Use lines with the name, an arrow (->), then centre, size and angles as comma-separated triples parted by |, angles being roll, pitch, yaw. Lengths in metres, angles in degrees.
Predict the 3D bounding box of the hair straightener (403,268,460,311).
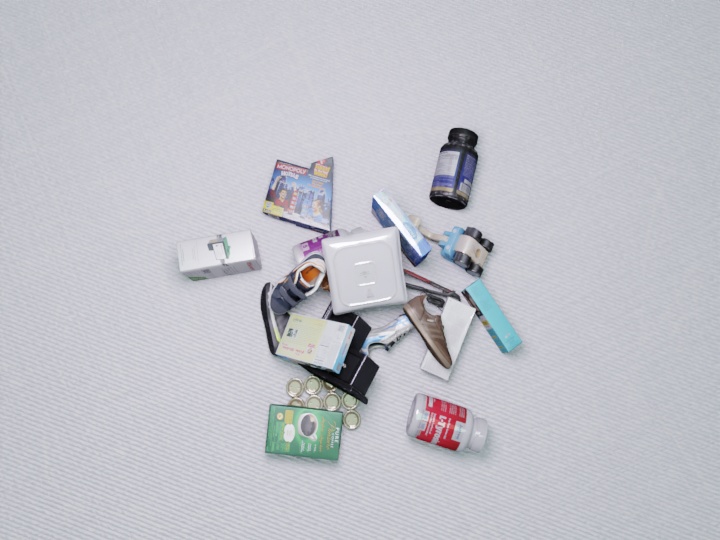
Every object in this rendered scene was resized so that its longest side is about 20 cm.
hair straightener -> 0.186, 0.066, 1.756 | 0.196, 0.041, 0.079 | 23, 93, -4

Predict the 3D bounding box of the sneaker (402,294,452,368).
sneaker -> 0.192, 0.156, 1.656 | 0.075, 0.070, 0.202 | -35, 93, -7

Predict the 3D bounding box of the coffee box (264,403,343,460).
coffee box -> -0.145, 0.420, 1.667 | 0.194, 0.044, 0.127 | 5, 82, 0

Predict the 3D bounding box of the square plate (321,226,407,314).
square plate -> 0.013, 0.005, 1.606 | 0.194, 0.029, 0.204 | -9, 106, -1

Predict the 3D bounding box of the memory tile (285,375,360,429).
memory tile -> -0.099, 0.353, 1.709 | 0.194, 0.017, 0.158 | -6, 82, -2

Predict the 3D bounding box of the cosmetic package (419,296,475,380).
cosmetic package -> 0.232, 0.180, 1.715 | 0.081, 0.051, 0.204 | 23, 91, 0

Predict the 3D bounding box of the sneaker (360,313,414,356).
sneaker -> 0.088, 0.170, 1.712 | 0.196, 0.072, 0.074 | -24, 68, 1

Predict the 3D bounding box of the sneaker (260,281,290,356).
sneaker -> -0.216, 0.131, 1.723 | 0.081, 0.071, 0.206 | -8, 84, -24

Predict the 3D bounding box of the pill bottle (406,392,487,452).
pill bottle -> 0.224, 0.401, 1.664 | 0.195, 0.112, 0.115 | 17, 81, 1

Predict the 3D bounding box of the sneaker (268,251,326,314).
sneaker -> -0.163, 0.040, 1.632 | 0.078, 0.080, 0.201 | 37, 103, -20

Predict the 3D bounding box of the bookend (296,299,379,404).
bookend -> -0.028, 0.201, 1.639 | 0.197, 0.092, 0.202 | 20, 74, 39

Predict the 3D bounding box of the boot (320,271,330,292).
boot -> 0.000, 0.000, 1.669 | 0.202, 0.153, 0.074 | -53, 42, 17

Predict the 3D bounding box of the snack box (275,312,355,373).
snack box -> -0.117, 0.181, 1.620 | 0.196, 0.037, 0.119 | 8, 68, 37

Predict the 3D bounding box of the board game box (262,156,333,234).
board game box -> -0.149, -0.224, 1.769 | 0.195, 0.062, 0.205 | 16, 80, 1

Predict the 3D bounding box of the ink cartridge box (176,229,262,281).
ink cartridge box -> -0.368, -0.038, 1.693 | 0.194, 0.146, 0.087 | -10, 80, -4

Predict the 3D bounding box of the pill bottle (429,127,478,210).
pill bottle -> 0.262, -0.281, 1.765 | 0.109, 0.112, 0.205 | 15, 81, 1

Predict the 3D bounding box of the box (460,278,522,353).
box -> 0.350, 0.123, 1.724 | 0.049, 0.082, 0.202 | -33, 84, -6

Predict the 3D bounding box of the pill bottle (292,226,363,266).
pill bottle -> -0.077, -0.045, 1.719 | 0.195, 0.112, 0.115 | -20, 83, -5

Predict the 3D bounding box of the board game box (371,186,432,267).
board game box -> 0.104, -0.109, 1.690 | 0.043, 0.200, 0.201 | -37, 84, -4

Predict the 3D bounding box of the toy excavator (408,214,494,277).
toy excavator -> 0.233, -0.076, 1.746 | 0.193, 0.197, 0.102 | 34, 77, -41
